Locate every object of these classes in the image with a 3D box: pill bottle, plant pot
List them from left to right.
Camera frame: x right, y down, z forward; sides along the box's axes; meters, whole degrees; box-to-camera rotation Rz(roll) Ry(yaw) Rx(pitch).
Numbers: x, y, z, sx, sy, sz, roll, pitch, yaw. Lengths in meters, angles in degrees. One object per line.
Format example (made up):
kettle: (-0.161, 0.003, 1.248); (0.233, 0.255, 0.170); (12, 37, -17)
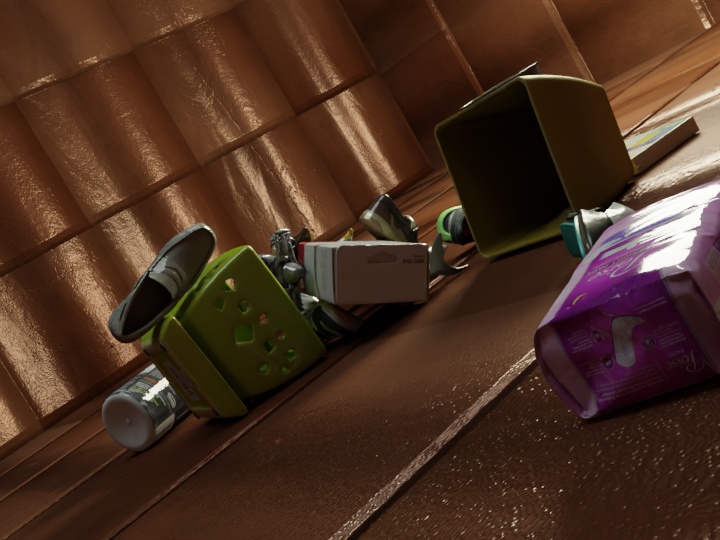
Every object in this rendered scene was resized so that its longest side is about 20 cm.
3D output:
pill bottle: (-0.334, 0.210, 1.489); (0.106, 0.107, 0.200); (-27, 7, 31)
plant pot: (-0.200, 0.105, 1.298); (0.181, 0.201, 0.199); (-42, 11, -26)
plant pot: (0.253, -0.153, 1.209); (0.175, 0.202, 0.200); (-20, 0, -32)

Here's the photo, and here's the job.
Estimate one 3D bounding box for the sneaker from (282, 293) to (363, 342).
sneaker: (-0.061, 0.091, 1.361); (0.088, 0.075, 0.200); (-60, 20, -9)

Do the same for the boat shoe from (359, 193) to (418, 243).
boat shoe: (0.066, -0.061, 1.458); (0.065, 0.072, 0.200); (-54, -37, -4)

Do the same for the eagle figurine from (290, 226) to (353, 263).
eagle figurine: (-0.039, 0.002, 1.492); (0.151, 0.200, 0.152); (-45, 19, 21)

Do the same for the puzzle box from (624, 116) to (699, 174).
puzzle box: (0.394, -0.167, 1.327); (0.132, 0.026, 0.200); (-33, 7, -20)

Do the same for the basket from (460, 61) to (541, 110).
basket: (0.313, -0.268, 1.696); (0.180, 0.201, 0.136); (-26, 8, 44)

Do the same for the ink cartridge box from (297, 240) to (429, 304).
ink cartridge box: (0.000, 0.000, 1.302); (0.145, 0.084, 0.200); (-2, 4, -17)

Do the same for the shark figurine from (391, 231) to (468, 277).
shark figurine: (0.081, -0.016, 1.371); (0.128, 0.090, 0.214); (-32, 4, 2)

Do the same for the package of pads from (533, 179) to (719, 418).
package of pads: (0.205, 0.011, 0.604); (0.120, 0.076, 0.200); (-30, 6, 38)

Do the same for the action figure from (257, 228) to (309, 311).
action figure: (-0.127, 0.003, 1.358); (0.069, 0.132, 0.199); (1, -2, -30)

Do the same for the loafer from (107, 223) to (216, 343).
loafer: (-0.267, 0.019, 1.215); (0.201, 0.070, 0.070); (-54, 20, -12)

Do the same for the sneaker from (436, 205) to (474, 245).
sneaker: (0.221, -0.091, 1.434); (0.199, 0.077, 0.084); (-31, 31, -12)

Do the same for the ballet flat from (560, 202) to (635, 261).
ballet flat: (0.240, -0.037, 0.869); (0.068, 0.069, 0.200); (-21, 8, 10)
